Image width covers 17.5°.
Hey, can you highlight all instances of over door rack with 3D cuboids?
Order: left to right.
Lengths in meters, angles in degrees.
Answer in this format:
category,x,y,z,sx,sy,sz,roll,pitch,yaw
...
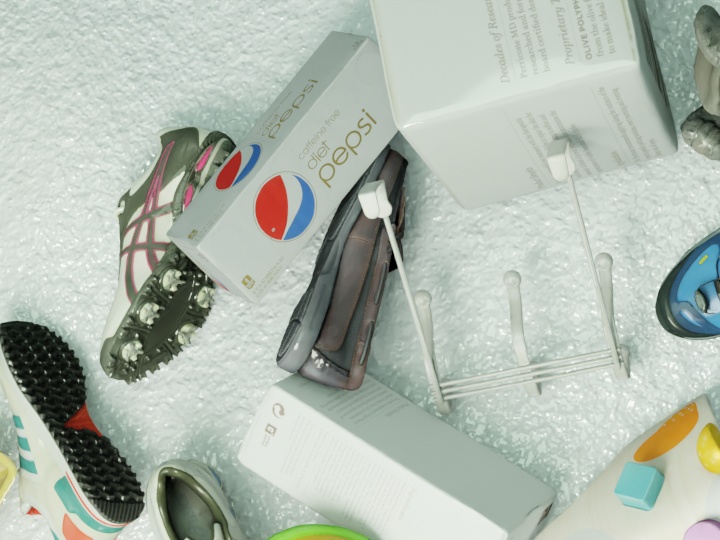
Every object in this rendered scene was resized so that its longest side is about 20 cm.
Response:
category,x,y,z,sx,sy,sz,roll,pitch,yaw
over door rack,0.099,-0.001,1.629,0.147,0.067,0.201,-12,122,12

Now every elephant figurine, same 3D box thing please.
category,x,y,z,sx,sy,sz,roll,pitch,yaw
elephant figurine,0.282,-0.123,1.572,0.141,0.200,0.156,-37,74,6

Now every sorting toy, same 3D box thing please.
category,x,y,z,sx,sy,sz,roll,pitch,yaw
sorting toy,0.204,0.211,1.589,0.179,0.107,0.201,-32,75,9

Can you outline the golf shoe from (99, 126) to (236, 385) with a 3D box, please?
category,x,y,z,sx,sy,sz,roll,pitch,yaw
golf shoe,-0.148,-0.013,1.741,0.088,0.077,0.201,23,83,35

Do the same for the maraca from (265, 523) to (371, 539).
category,x,y,z,sx,sy,sz,roll,pitch,yaw
maraca,-0.043,0.269,1.597,0.136,0.107,0.201,17,98,-11

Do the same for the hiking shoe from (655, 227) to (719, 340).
category,x,y,z,sx,sy,sz,roll,pitch,yaw
hiking shoe,0.293,-0.012,1.608,0.199,0.087,0.075,-26,84,10

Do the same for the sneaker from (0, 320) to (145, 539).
category,x,y,z,sx,sy,sz,roll,pitch,yaw
sneaker,-0.237,0.131,1.731,0.094,0.070,0.200,-51,58,30

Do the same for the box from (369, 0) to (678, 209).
category,x,y,z,sx,sy,sz,roll,pitch,yaw
box,0.108,-0.176,1.622,0.170,0.199,0.201,-16,72,11

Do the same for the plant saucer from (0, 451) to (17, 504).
category,x,y,z,sx,sy,sz,roll,pitch,yaw
plant saucer,-0.370,0.181,1.761,0.199,0.048,0.201,32,96,17

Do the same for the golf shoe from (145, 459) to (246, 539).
category,x,y,z,sx,sy,sz,roll,pitch,yaw
golf shoe,-0.100,0.224,1.665,0.078,0.097,0.201,-33,76,-4

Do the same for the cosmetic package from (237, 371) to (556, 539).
category,x,y,z,sx,sy,sz,roll,pitch,yaw
cosmetic package,0.026,0.145,1.639,0.199,0.102,0.074,33,114,17

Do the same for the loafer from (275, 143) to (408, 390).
category,x,y,z,sx,sy,sz,roll,pitch,yaw
loafer,0.000,0.000,1.678,0.063,0.072,0.201,28,58,-8

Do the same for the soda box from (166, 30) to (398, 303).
category,x,y,z,sx,sy,sz,roll,pitch,yaw
soda box,-0.048,-0.076,1.688,0.068,0.064,0.200,44,78,-27
